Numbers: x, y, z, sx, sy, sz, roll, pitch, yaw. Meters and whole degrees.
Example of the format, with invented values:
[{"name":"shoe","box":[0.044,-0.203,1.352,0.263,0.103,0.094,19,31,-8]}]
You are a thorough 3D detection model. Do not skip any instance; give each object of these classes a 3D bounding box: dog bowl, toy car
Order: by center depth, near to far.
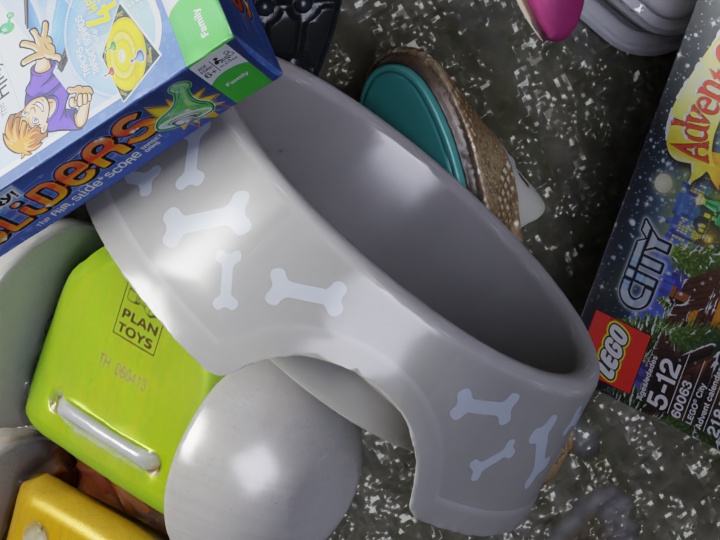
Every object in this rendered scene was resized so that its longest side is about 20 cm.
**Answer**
[{"name":"dog bowl","box":[0.000,0.000,0.727,0.199,0.200,0.059,35,108,-20]},{"name":"toy car","box":[-0.067,0.077,0.794,0.149,0.174,0.202,-12,122,-51]}]

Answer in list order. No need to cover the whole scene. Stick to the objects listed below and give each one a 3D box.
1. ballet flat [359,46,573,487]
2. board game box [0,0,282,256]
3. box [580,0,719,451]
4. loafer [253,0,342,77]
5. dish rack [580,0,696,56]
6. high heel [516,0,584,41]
[{"name":"ballet flat","box":[0.047,0.001,0.856,0.065,0.070,0.202,-24,114,-37]},{"name":"board game box","box":[-0.119,-0.113,0.697,0.135,0.201,0.034,-32,152,15]},{"name":"box","box":[0.174,-0.024,0.813,0.136,0.038,0.202,25,106,24]},{"name":"loafer","box":[-0.042,-0.157,0.780,0.067,0.070,0.202,-5,110,-11]},{"name":"dish rack","box":[0.106,-0.199,0.827,0.200,0.044,0.172,37,92,-19]},{"name":"high heel","box":[0.074,-0.177,0.657,0.095,0.067,0.202,-10,92,8]}]
